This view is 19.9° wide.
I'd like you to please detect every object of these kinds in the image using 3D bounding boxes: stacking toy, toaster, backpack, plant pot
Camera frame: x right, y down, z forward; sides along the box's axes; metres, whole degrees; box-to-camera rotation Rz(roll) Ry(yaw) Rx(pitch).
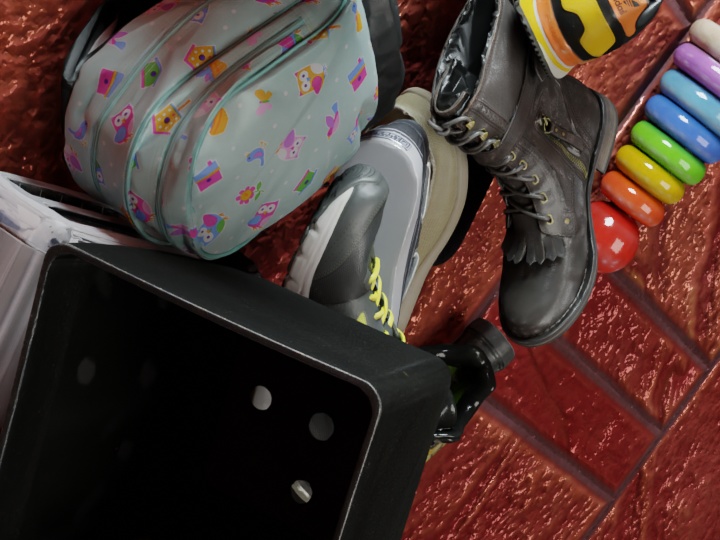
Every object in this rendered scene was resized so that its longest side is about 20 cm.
[{"bbox_3d":[0.223,-0.085,1.523,0.200,0.085,0.085,-52,143,8],"label":"stacking toy"},{"bbox_3d":[-0.175,0.025,1.148,0.200,0.114,0.130,16,102,-52],"label":"toaster"},{"bbox_3d":[-0.070,-0.102,1.145,0.200,0.126,0.167,-38,138,-27],"label":"backpack"},{"bbox_3d":[-0.061,0.099,1.095,0.177,0.199,0.201,-18,128,-62],"label":"plant pot"}]

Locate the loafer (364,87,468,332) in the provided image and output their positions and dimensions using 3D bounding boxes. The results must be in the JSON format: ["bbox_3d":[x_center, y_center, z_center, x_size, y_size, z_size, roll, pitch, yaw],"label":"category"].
[{"bbox_3d":[0.011,-0.023,1.337,0.068,0.076,0.201,-15,128,-47],"label":"loafer"}]

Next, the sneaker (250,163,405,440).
[{"bbox_3d":[-0.006,0.029,1.218,0.075,0.084,0.200,-66,174,-59],"label":"sneaker"}]

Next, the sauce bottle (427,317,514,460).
[{"bbox_3d":[0.027,0.111,1.464,0.200,0.066,0.066,-43,141,-15],"label":"sauce bottle"}]

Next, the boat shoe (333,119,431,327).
[{"bbox_3d":[0.000,0.000,1.276,0.068,0.072,0.201,-45,151,-63],"label":"boat shoe"}]

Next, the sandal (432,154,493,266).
[{"bbox_3d":[0.073,-0.099,1.371,0.075,0.045,0.200,9,113,-50],"label":"sandal"}]

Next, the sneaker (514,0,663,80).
[{"bbox_3d":[0.166,-0.179,1.308,0.070,0.090,0.200,63,26,-11],"label":"sneaker"}]

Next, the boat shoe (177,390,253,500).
[{"bbox_3d":[-0.106,0.106,1.252,0.063,0.073,0.200,21,98,-58],"label":"boat shoe"}]

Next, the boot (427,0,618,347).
[{"bbox_3d":[0.091,-0.067,1.300,0.174,0.069,0.201,31,66,-53],"label":"boot"}]

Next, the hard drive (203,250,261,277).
[{"bbox_3d":[-0.126,0.094,1.312,0.200,0.038,0.140,-41,140,-15],"label":"hard drive"}]

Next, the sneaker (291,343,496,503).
[{"bbox_3d":[0.017,0.096,1.352,0.200,0.087,0.074,-26,91,-43],"label":"sneaker"}]
